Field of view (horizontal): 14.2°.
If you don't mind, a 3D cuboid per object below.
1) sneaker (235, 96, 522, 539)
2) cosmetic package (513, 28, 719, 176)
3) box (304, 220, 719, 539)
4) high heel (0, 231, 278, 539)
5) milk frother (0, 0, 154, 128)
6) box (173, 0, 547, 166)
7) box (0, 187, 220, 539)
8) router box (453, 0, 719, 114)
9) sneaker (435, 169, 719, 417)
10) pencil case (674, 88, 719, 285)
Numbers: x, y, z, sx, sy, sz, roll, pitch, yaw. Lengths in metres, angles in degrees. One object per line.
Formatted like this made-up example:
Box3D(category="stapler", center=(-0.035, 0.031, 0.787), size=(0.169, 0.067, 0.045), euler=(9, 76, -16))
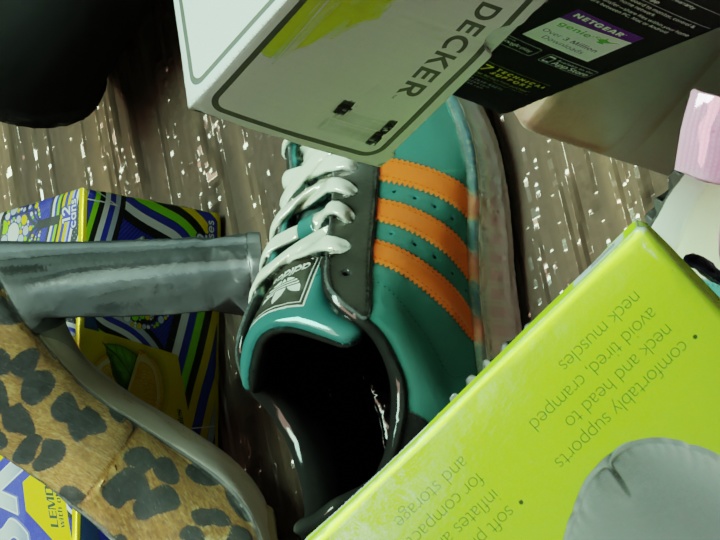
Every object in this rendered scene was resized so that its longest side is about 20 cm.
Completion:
Box3D(category="sneaker", center=(0.000, 0.000, 0.912), size=(0.071, 0.080, 0.200), euler=(-36, 56, 42))
Box3D(category="cosmetic package", center=(0.116, -0.130, 0.797), size=(0.200, 0.087, 0.103), euler=(-51, 43, 29))
Box3D(category="box", center=(0.094, 0.101, 0.698), size=(0.122, 0.048, 0.200), euler=(-44, 88, 6))
Box3D(category="high heel", center=(-0.098, 0.086, 0.954), size=(0.071, 0.142, 0.200), euler=(-123, 31, -84))
Box3D(category="milk frother", center=(-0.127, -0.148, 0.990), size=(0.188, 0.180, 0.200), euler=(-53, 16, 29))
Box3D(category="box", center=(-0.001, -0.142, 0.737), size=(0.117, 0.060, 0.200), euler=(-43, 44, 40))
Box3D(category="box", center=(-0.095, 0.077, 1.022), size=(0.070, 0.064, 0.200), euler=(-13, 73, 48))
Box3D(category="router box", center=(0.072, -0.156, 0.741), size=(0.149, 0.051, 0.200), euler=(-19, 60, 50))
Box3D(category="sneaker", center=(0.109, 0.024, 0.806), size=(0.200, 0.070, 0.093), euler=(-46, 70, 30))
Box3D(category="pencil case", center=(0.175, -0.004, 0.668), size=(0.200, 0.087, 0.088), euler=(23, 100, 30))
